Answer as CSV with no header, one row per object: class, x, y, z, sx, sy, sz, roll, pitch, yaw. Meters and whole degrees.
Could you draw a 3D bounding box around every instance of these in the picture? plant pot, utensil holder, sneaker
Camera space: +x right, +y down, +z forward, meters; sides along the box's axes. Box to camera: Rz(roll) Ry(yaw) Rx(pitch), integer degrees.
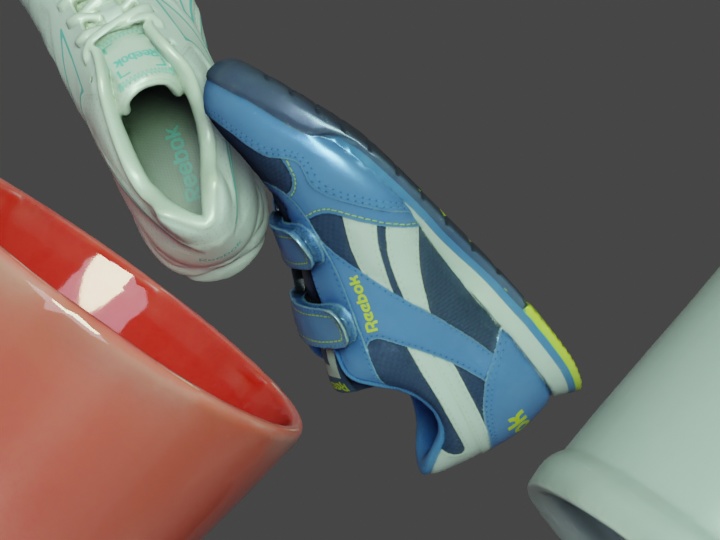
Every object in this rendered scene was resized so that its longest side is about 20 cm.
plant pot,-0.150,0.073,1.036,0.200,0.200,0.178,37,93,5
utensil holder,0.189,0.061,1.043,0.170,0.170,0.200,39,82,5
sneaker,-0.093,-0.094,1.107,0.070,0.080,0.201,-27,82,-2
sneaker,0.000,0.000,1.077,0.082,0.074,0.200,-43,103,3
